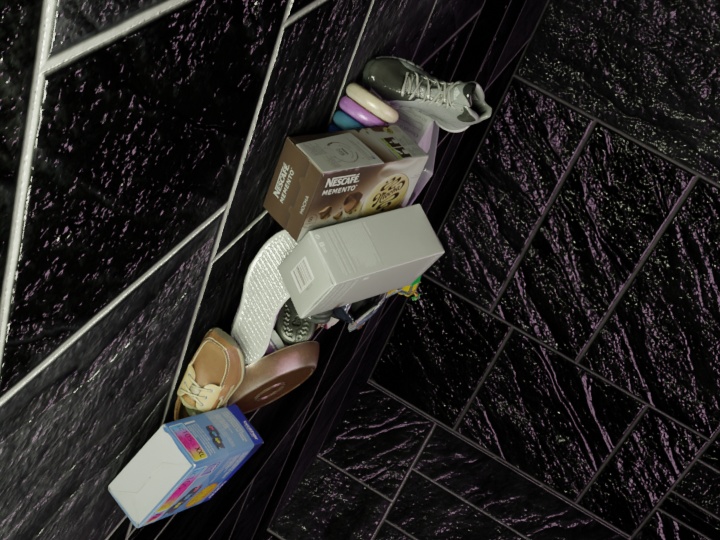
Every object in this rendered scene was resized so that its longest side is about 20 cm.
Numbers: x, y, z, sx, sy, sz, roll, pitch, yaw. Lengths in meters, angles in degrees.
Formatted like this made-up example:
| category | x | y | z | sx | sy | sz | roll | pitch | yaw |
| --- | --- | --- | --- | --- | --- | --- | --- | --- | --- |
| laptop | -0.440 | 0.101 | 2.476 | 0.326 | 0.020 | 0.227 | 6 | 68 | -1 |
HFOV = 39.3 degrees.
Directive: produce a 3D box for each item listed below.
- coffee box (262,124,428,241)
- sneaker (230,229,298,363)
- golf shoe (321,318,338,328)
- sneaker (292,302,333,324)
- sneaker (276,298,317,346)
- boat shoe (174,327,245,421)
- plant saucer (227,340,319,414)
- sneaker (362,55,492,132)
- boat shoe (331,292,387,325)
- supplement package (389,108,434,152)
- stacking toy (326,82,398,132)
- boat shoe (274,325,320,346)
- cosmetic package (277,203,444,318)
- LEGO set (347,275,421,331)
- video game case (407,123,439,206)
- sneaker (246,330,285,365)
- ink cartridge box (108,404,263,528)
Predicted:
| category | x | y | z | sx | sy | sz | roll | pitch | yaw |
| --- | --- | --- | --- | --- | --- | --- | --- | --- | --- |
| coffee box | -0.018 | -0.119 | 1.337 | 0.199 | 0.080 | 0.114 | -14 | 140 | -43 |
| sneaker | -0.131 | 0.023 | 1.434 | 0.202 | 0.072 | 0.114 | -62 | -175 | 14 |
| golf shoe | -0.037 | 0.057 | 1.849 | 0.091 | 0.076 | 0.200 | -17 | 172 | -11 |
| sneaker | -0.059 | 0.004 | 1.478 | 0.201 | 0.070 | 0.100 | -84 | -162 | -63 |
| sneaker | -0.093 | 0.025 | 1.567 | 0.114 | 0.075 | 0.202 | 118 | -22 | -74 |
| boat shoe | -0.214 | 0.163 | 1.392 | 0.074 | 0.075 | 0.201 | -46 | 164 | -42 |
| plant saucer | -0.144 | 0.171 | 1.529 | 0.199 | 0.035 | 0.201 | -27 | 164 | -8 |
| sneaker | 0.109 | -0.263 | 1.452 | 0.115 | 0.198 | 0.076 | 1 | -104 | 60 |
| boat shoe | 0.034 | 0.002 | 1.497 | 0.200 | 0.075 | 0.093 | -49 | -158 | -6 |
| supplement package | 0.015 | -0.158 | 1.559 | 0.201 | 0.116 | 0.117 | -60 | 172 | -14 |
| stacking toy | -0.031 | -0.160 | 1.424 | 0.201 | 0.085 | 0.085 | -57 | 173 | 10 |
| boat shoe | -0.064 | 0.055 | 1.711 | 0.199 | 0.072 | 0.076 | -36 | 164 | -6 |
| cosmetic package | 0.002 | -0.014 | 1.344 | 0.198 | 0.091 | 0.107 | -14 | 160 | -35 |
| LEGO set | 0.000 | 0.000 | 1.637 | 0.153 | 0.200 | 0.116 | -34 | 162 | -23 |
| video game case | 0.079 | -0.154 | 1.765 | 0.183 | 0.023 | 0.201 | -55 | -168 | 32 |
| sneaker | -0.186 | 0.150 | 1.607 | 0.114 | 0.073 | 0.201 | -39 | 171 | -16 |
| ink cartridge box | -0.226 | 0.261 | 1.377 | 0.137 | 0.076 | 0.199 | -47 | 164 | 20 |
